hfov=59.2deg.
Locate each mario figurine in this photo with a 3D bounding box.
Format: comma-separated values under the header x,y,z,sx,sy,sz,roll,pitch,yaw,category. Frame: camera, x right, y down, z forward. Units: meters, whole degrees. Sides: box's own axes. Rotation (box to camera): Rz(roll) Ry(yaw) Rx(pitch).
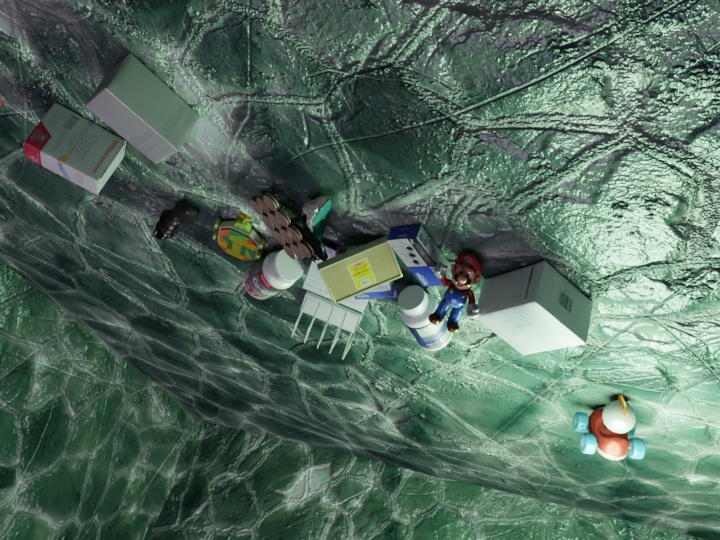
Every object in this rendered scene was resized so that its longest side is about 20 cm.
x,y,z,sx,sy,sz,roll,pitch,yaw,category
0.236,0.054,1.567,0.122,0.202,0.106,10,-161,-26,mario figurine

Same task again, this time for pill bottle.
x,y,z,sx,sy,sz,roll,pitch,yaw,category
-0.257,0.009,1.882,0.113,0.115,0.199,34,148,-21,pill bottle
0.180,0.132,1.798,0.110,0.112,0.201,1,144,32,pill bottle

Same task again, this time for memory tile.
x,y,z,sx,sy,sz,roll,pitch,yaw,category
-0.206,-0.114,1.662,0.201,0.017,0.153,55,156,-15,memory tile

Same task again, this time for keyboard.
x,y,z,sx,sy,sz,roll,pitch,yaw,category
-0.159,-0.087,1.666,0.199,0.021,0.128,38,155,24,keyboard

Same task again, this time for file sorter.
x,y,z,sx,sy,sz,roll,pitch,yaw,category
-0.115,0.183,2.062,0.198,0.125,0.139,23,150,-2,file sorter

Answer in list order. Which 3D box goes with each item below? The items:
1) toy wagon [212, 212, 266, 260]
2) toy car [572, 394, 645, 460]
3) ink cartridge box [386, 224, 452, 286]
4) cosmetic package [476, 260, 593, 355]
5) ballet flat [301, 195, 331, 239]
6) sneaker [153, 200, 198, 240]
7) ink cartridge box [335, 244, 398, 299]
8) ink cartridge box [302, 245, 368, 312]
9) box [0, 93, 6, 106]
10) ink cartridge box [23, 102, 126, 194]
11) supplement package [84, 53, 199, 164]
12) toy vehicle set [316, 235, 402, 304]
x,y,z,sx,sy,sz,roll,pitch,yaw,category
-0.353,-0.099,1.845,0.154,0.040,0.200,24,150,-4,toy wagon
0.773,0.449,1.927,0.182,0.178,0.202,7,120,0,toy car
0.157,-0.034,1.609,0.093,0.045,0.200,-3,142,39,ink cartridge box
0.428,0.100,1.573,0.199,0.124,0.199,36,149,-23,cosmetic package
-0.122,-0.137,1.606,0.071,0.072,0.200,21,152,0,ballet flat
-0.543,-0.137,1.857,0.076,0.091,0.199,39,145,-24,sneaker
0.020,0.016,1.734,0.118,0.042,0.201,-5,132,24,ink cartridge box
-0.050,0.013,1.812,0.194,0.044,0.201,23,134,-2,ink cartridge box
-1.028,-0.477,1.612,0.094,0.103,0.201,6,148,26,box
-0.734,-0.313,1.637,0.199,0.149,0.086,30,150,-13,ink cartridge box
-0.489,-0.360,1.430,0.116,0.118,0.200,-11,138,45,supplement package
0.000,0.000,1.651,0.198,0.027,0.125,-22,126,1,toy vehicle set
